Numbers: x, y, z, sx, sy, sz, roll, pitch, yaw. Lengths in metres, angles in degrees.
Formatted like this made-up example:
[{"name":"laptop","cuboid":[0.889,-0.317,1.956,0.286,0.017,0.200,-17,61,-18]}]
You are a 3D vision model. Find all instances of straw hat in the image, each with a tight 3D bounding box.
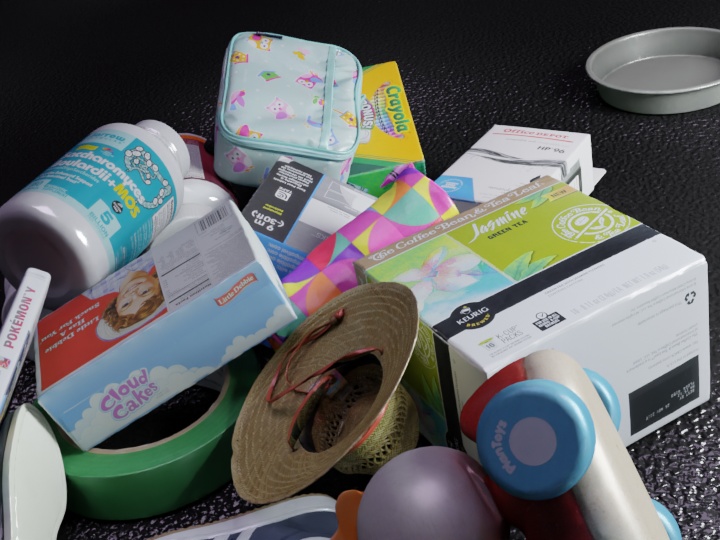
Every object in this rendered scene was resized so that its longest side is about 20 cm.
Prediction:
[{"name":"straw hat","cuboid":[-0.002,0.105,0.798,0.201,0.085,0.202,-38,25,21]}]

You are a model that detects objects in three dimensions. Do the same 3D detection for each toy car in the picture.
[{"name":"toy car","cuboid":[0.074,0.162,0.655,0.199,0.178,0.184,-27,-9,16]}]

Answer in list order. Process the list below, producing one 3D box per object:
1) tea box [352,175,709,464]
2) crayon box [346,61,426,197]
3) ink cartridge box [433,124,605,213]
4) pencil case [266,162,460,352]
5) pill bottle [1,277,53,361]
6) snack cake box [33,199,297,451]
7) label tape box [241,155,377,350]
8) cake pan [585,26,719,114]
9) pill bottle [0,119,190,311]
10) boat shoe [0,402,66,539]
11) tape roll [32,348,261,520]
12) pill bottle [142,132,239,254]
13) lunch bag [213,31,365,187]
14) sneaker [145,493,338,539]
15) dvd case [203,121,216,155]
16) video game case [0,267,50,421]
[{"name":"tea box","cuboid":[0.130,0.046,0.855,0.199,0.135,0.197,-24,32,-20]},{"name":"crayon box","cuboid":[0.003,-0.152,1.257,0.117,0.059,0.201,-11,43,0]},{"name":"ink cartridge box","cuboid":[0.163,-0.092,1.132,0.115,0.068,0.200,11,37,32]},{"name":"pencil case","cuboid":[0.000,0.000,0.933,0.200,0.089,0.088,-42,38,-11]},{"name":"pill bottle","cuboid":[-0.288,-0.003,1.094,0.113,0.115,0.201,-10,30,2]},{"name":"snack cake box","cuboid":[-0.160,0.041,0.882,0.199,0.067,0.115,-32,34,0]},{"name":"label tape box","cuboid":[-0.047,-0.010,1.020,0.143,0.064,0.201,23,37,1]},{"name":"cake pan","cuboid":[0.375,-0.243,1.336,0.198,0.037,0.201,-8,31,5]},{"name":"pill bottle","cuboid":[-0.232,-0.060,0.992,0.110,0.112,0.200,4,35,24]},{"name":"boat shoe","cuboid":[-0.253,0.187,0.782,0.061,0.073,0.201,-20,52,12]},{"name":"tape roll","cuboid":[-0.176,0.121,0.920,0.198,0.049,0.201,-9,31,5]},{"name":"pill bottle","cuboid":[-0.181,-0.059,1.155,0.108,0.110,0.200,-14,31,-5]},{"name":"lunch bag","cuboid":[-0.073,-0.173,1.176,0.159,0.077,0.201,7,47,-6]},{"name":"sneaker","cuboid":[-0.084,0.218,0.710,0.198,0.071,0.109,-18,30,-17]},{"name":"dvd case","cuboid":[-0.099,-0.150,1.272,0.018,0.142,0.201,-47,17,30]},{"name":"video game case","cuboid":[-0.284,0.125,0.824,0.023,0.201,0.183,19,28,-14]}]
